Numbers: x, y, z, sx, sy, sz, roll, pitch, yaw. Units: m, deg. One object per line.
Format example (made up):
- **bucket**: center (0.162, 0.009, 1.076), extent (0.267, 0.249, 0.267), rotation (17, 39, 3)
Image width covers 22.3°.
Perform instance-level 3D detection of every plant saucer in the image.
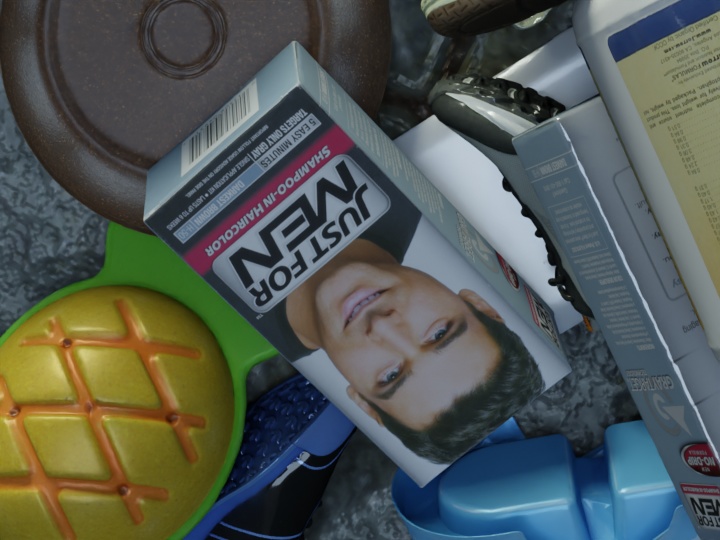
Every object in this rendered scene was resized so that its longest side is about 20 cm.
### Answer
- **plant saucer**: center (-0.085, -0.115, 0.895), extent (0.199, 0.037, 0.202), rotation (0, 92, 4)

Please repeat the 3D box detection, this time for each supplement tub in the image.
- **supplement tub**: center (0.181, -0.042, 0.700), extent (0.144, 0.144, 0.201), rotation (-24, 92, 9)

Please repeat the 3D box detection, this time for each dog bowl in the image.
- **dog bowl**: center (0.117, 0.113, 0.903), extent (0.198, 0.112, 0.050), rotation (-11, 114, 7)

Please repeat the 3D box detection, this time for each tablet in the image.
- **tablet**: center (0.101, -0.042, 0.919), extent (0.199, 0.014, 0.131), rotation (-32, 97, 10)

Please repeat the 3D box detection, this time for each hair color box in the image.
- **hair color box**: center (0.159, 0.008, 0.803), extent (0.099, 0.061, 0.201), rotation (-26, 92, -16)
- **hair color box**: center (0.000, 0.000, 0.874), extent (0.099, 0.061, 0.200), rotation (-39, 113, 14)

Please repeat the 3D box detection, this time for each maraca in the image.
- **maraca**: center (-0.117, 0.060, 0.915), extent (0.137, 0.107, 0.201), rotation (34, 78, 2)

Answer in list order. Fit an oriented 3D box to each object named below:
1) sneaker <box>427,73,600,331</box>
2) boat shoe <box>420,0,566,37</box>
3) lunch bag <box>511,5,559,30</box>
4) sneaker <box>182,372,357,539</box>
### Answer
- **sneaker**: center (0.109, -0.021, 0.880), extent (0.200, 0.074, 0.079), rotation (39, 107, -3)
- **boat shoe**: center (0.103, -0.163, 0.709), extent (0.199, 0.072, 0.077), rotation (-28, 88, -3)
- **lunch bag**: center (0.055, -0.219, 0.809), extent (0.117, 0.164, 0.201), rotation (-32, 98, 9)
- **sneaker**: center (-0.060, 0.140, 0.948), extent (0.200, 0.070, 0.078), rotation (-45, 116, 6)
